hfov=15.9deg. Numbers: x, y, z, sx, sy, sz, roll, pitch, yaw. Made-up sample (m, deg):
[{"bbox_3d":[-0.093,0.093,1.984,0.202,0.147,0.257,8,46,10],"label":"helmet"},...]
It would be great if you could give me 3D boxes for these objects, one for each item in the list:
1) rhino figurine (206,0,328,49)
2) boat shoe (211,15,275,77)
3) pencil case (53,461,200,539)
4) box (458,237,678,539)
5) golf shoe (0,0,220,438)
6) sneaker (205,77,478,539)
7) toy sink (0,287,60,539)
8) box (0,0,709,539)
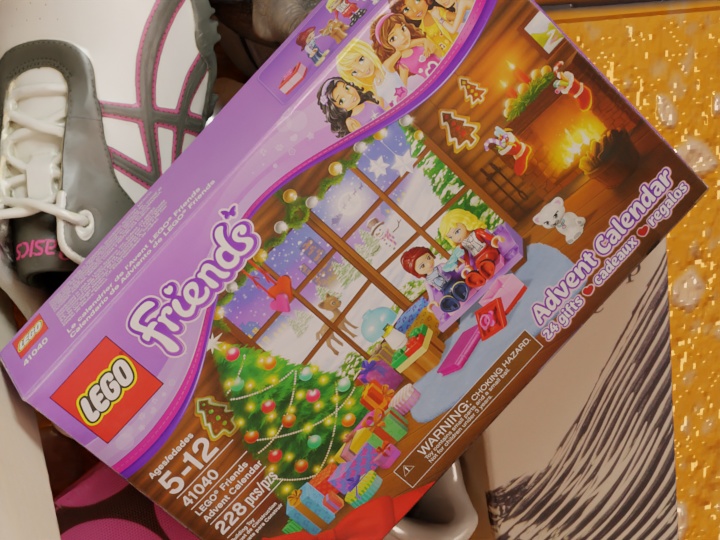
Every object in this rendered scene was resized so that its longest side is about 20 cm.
[{"bbox_3d":[0.025,-0.137,0.890,0.200,0.087,0.060,-39,143,-23],"label":"rhino figurine"},{"bbox_3d":[0.014,-0.064,0.953,0.071,0.070,0.201,-46,125,-20],"label":"boat shoe"},{"bbox_3d":[-0.099,0.118,0.896,0.200,0.091,0.094,-37,89,-23],"label":"pencil case"},{"bbox_3d":[0.070,0.042,0.966,0.082,0.069,0.201,-19,131,-11],"label":"box"},{"bbox_3d":[-0.089,-0.042,0.852,0.088,0.077,0.201,-42,120,-55],"label":"golf shoe"},{"bbox_3d":[-0.009,0.019,0.938,0.075,0.099,0.201,-37,120,-24],"label":"sneaker"},{"bbox_3d":[-0.179,0.038,0.787,0.112,0.200,0.131,-32,125,6],"label":"toy sink"},{"bbox_3d":[0.000,0.000,0.833,0.200,0.039,0.137,-47,120,2],"label":"box"}]
